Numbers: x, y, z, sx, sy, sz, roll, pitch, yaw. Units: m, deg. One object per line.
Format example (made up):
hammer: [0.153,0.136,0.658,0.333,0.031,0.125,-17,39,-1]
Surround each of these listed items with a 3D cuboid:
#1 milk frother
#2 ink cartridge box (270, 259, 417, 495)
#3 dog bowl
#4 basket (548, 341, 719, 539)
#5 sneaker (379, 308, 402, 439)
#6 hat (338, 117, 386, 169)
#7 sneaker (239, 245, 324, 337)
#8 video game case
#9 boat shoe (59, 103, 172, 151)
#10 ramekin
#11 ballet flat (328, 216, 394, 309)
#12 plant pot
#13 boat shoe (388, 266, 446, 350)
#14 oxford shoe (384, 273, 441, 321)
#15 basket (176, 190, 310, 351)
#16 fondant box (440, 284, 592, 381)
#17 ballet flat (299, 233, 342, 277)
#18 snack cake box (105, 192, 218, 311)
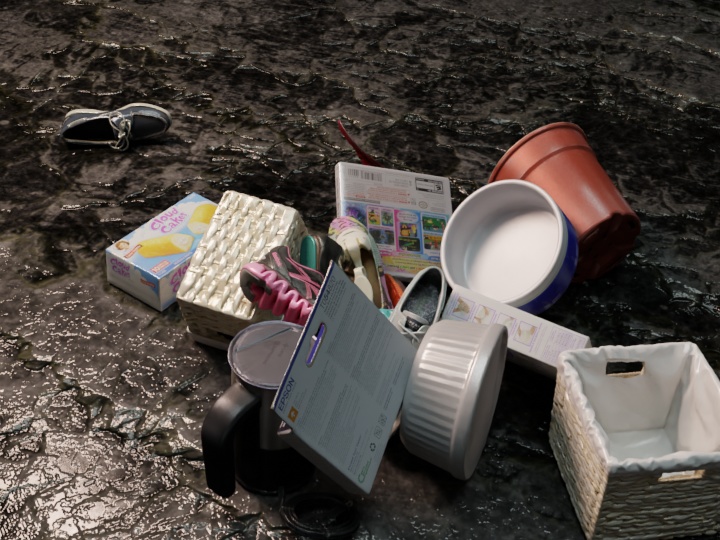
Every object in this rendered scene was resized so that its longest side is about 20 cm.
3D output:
milk frother: [-0.078,0.200,1.259,0.197,0.190,0.181,15,40,12]
ink cartridge box: [-0.024,0.125,1.211,0.040,0.200,0.201,-3,52,39]
dog bowl: [0.224,-0.030,1.575,0.198,0.079,0.203,-13,63,27]
basket: [0.353,0.214,1.311,0.195,0.162,0.201,-3,40,-10]
sneaker: [0.035,0.140,1.406,0.079,0.078,0.202,21,51,-14]
hat: [0.070,-0.132,1.692,0.197,0.178,0.167,-4,39,-11]
sneaker: [-0.062,0.041,1.385,0.200,0.079,0.095,41,49,4]
video game case: [0.056,-0.071,1.636,0.197,0.024,0.185,6,68,-23]
boat shoe: [-0.440,-0.258,1.876,0.197,0.076,0.062,1,37,-3]
ramekin: [0.118,0.156,1.328,0.093,0.204,0.203,14,39,16]
ballet flat: [0.000,0.000,1.518,0.068,0.071,0.202,-21,69,5]
plant pot: [0.336,-0.098,1.685,0.198,0.202,0.196,-15,50,-23]
boat shoe: [0.062,0.076,1.369,0.069,0.072,0.202,23,56,3]
oxford shoe: [0.082,0.082,1.532,0.072,0.072,0.201,2,42,-32]
basket: [-0.162,0.004,1.487,0.134,0.124,0.202,15,66,14]
fondant box: [0.222,0.095,1.458,0.198,0.144,0.059,21,81,20]
ballet flat: [-0.058,0.050,1.481,0.068,0.203,0.068,11,-1,-35]
snack cake box: [-0.283,-0.032,1.620,0.114,0.068,0.200,26,43,23]
